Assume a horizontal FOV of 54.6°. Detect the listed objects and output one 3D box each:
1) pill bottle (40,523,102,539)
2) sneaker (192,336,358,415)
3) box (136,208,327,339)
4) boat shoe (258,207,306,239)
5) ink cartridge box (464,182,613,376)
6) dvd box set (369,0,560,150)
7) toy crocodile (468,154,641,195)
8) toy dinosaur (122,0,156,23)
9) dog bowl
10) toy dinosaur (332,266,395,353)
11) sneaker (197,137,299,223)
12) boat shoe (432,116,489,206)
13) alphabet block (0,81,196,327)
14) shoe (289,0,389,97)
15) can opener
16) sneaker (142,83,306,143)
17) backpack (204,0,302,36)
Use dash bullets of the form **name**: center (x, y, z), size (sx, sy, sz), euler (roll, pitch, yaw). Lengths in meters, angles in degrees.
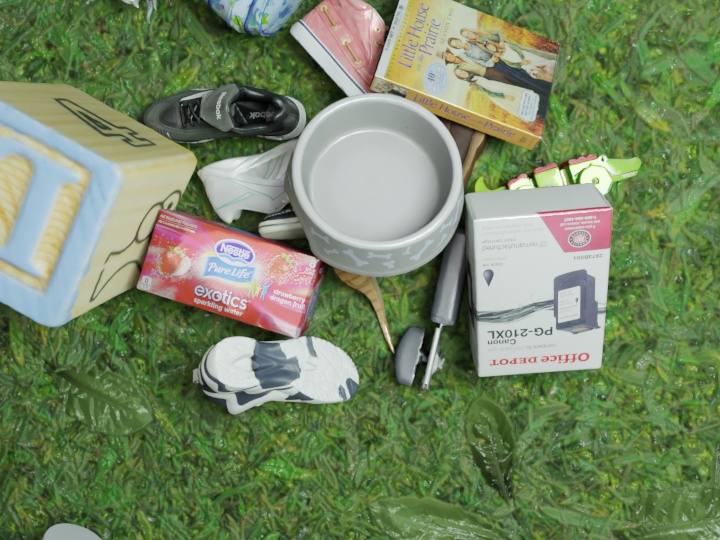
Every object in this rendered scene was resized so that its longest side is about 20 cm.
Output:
- **pill bottle**: center (-0.397, 0.421, 0.856), size (0.113, 0.113, 0.200), euler (32, 94, 1)
- **sneaker**: center (-0.112, 0.131, 0.853), size (0.199, 0.130, 0.080), euler (4, 72, -34)
- **box**: center (-0.147, 0.002, 0.834), size (0.200, 0.095, 0.100), euler (18, 92, 2)
- **boat shoe**: center (-0.029, -0.085, 0.821), size (0.200, 0.075, 0.062), euler (-21, 86, -16)
- **ink cartridge box**: center (0.196, 0.014, 0.786), size (0.145, 0.084, 0.200), euler (-5, 117, 4)
- **dvd box set**: center (0.123, -0.236, 0.800), size (0.200, 0.029, 0.147), euler (20, 66, -6)
- **toy crocodile**: center (0.228, -0.102, 0.823), size (0.200, 0.068, 0.062), euler (-16, 92, 4)
- **toy dinosaur**: center (-0.240, -0.406, 0.843), size (0.102, 0.077, 0.200), euler (34, 89, -11)
- **dog bowl**: center (0.016, -0.096, 0.737), size (0.200, 0.059, 0.200), euler (1, 73, -2)
- **toy dinosaur**: center (0.000, 0.000, 0.836), size (0.060, 0.200, 0.106), euler (12, 64, 42)
- **sneaker**: center (-0.093, -0.115, 0.845), size (0.200, 0.070, 0.080), euler (-16, 97, 11)
- **boat shoe**: center (0.098, -0.120, 0.818), size (0.070, 0.070, 0.200), euler (20, 72, 11)
- **alphabet block**: center (-0.332, -0.083, 0.773), size (0.196, 0.200, 0.195), euler (30, 104, 1)
- **shoe**: center (0.013, -0.243, 0.827), size (0.091, 0.071, 0.200), euler (-42, 86, 7)
- **can opener**: center (0.086, 0.045, 0.844), size (0.067, 0.053, 0.200), euler (12, 90, 11)
- **sneaker**: center (-0.168, -0.189, 0.829), size (0.200, 0.090, 0.067), euler (1, 92, 3)
- **backpack**: center (-0.100, -0.367, 0.791), size (0.200, 0.163, 0.154), euler (-32, 105, 10)
